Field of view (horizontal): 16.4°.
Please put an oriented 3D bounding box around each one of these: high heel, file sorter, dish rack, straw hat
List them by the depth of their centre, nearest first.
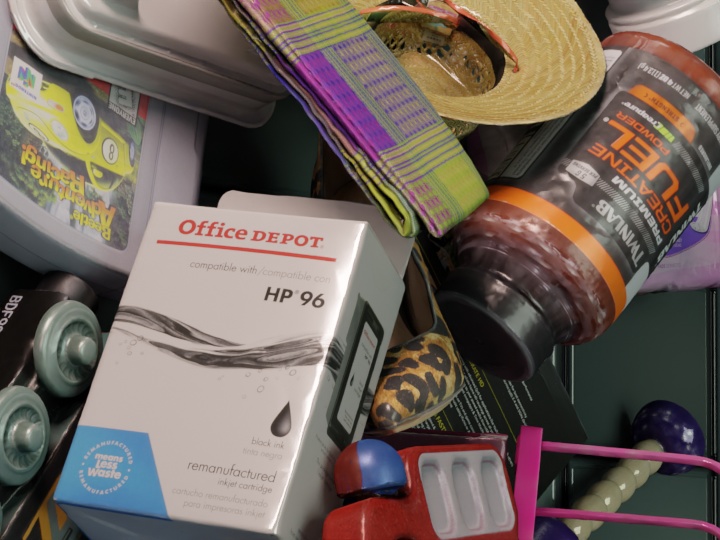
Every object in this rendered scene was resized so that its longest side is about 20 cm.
[{"bbox_3d":[0.000,0.000,1.258,0.200,0.071,0.143,-77,149,-75],"label":"high heel"},{"bbox_3d":[-0.099,-0.172,1.273,0.200,0.043,0.172,16,61,-51],"label":"dish rack"},{"bbox_3d":[0.137,0.211,1.373,0.139,0.125,0.200,-77,171,-57],"label":"file sorter"},{"bbox_3d":[0.037,-0.110,1.408,0.201,0.201,0.085,-30,149,-46],"label":"straw hat"}]

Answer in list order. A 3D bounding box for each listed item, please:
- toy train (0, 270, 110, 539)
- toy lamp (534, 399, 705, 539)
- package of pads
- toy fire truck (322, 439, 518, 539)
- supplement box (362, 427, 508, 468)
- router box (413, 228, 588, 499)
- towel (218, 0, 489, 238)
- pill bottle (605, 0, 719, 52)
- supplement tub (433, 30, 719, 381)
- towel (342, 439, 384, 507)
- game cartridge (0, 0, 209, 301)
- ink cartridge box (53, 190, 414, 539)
[{"bbox_3d":[-0.169,0.097,1.171,0.200,0.085,0.114,-63,142,-35],"label":"toy train"},{"bbox_3d":[0.142,0.147,1.528,0.200,0.058,0.058,-33,110,-45],"label":"toy lamp"},{"bbox_3d":[0.151,-0.044,1.545,0.200,0.076,0.121,-4,90,-49],"label":"package of pads"},{"bbox_3d":[0.033,0.161,1.155,0.200,0.112,0.168,7,66,-62],"label":"toy fire truck"},{"bbox_3d":[0.005,0.183,1.294,0.103,0.131,0.201,96,-2,-80],"label":"supplement box"},{"bbox_3d":[0.040,0.058,1.424,0.149,0.051,0.200,-44,116,-42],"label":"router box"},{"bbox_3d":[-0.014,-0.101,1.228,0.200,0.023,0.144,50,18,1],"label":"towel"},{"bbox_3d":[0.169,-0.237,1.556,0.120,0.119,0.200,-41,116,-43],"label":"pill bottle"},{"bbox_3d":[0.124,-0.032,1.398,0.200,0.107,0.107,-51,123,-22],"label":"supplement tub"},{"bbox_3d":[-0.069,0.171,1.217,0.050,0.147,0.201,27,66,-59],"label":"towel"},{"bbox_3d":[-0.151,-0.067,1.219,0.200,0.041,0.133,34,54,-41],"label":"game cartridge"},{"bbox_3d":[-0.054,0.037,1.176,0.068,0.116,0.200,59,42,-56],"label":"ink cartridge box"}]
